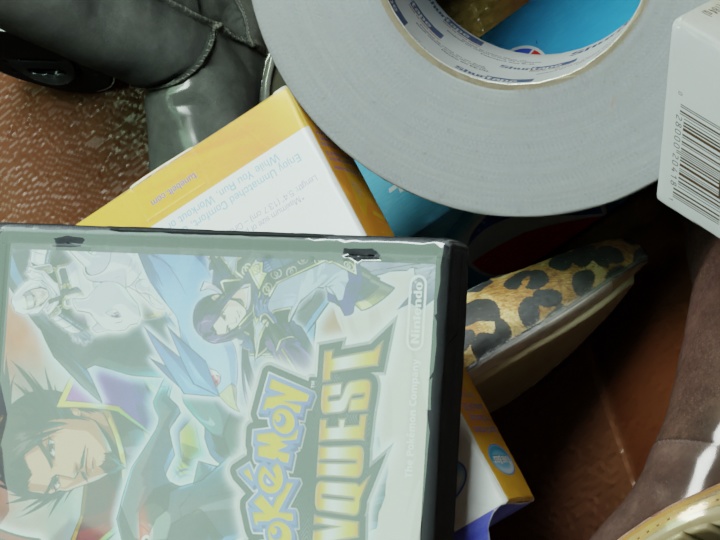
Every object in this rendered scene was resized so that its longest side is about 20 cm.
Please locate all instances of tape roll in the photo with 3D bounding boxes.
[{"bbox_3d":[0.061,-0.124,0.954,0.200,0.066,0.201,3,104,11],"label":"tape roll"}]

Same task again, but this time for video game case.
[{"bbox_3d":[-0.055,0.086,0.938,0.180,0.025,0.201,2,87,22],"label":"video game case"}]

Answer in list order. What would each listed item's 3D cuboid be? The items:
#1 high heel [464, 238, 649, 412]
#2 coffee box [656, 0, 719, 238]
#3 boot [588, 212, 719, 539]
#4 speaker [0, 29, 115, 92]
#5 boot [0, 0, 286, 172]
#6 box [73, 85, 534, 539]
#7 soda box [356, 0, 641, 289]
[{"bbox_3d":[0.000,0.000,1.027,0.200,0.071,0.143,-30,71,2],"label":"high heel"},{"bbox_3d":[0.209,-0.029,0.853,0.200,0.114,0.080,35,139,36],"label":"coffee box"},{"bbox_3d":[0.142,0.034,0.967,0.200,0.072,0.167,-40,37,23],"label":"boot"},{"bbox_3d":[-0.136,-0.192,1.298,0.081,0.081,0.201,2,72,42],"label":"speaker"},{"bbox_3d":[-0.119,-0.099,1.152,0.072,0.200,0.182,-14,61,37],"label":"boot"},{"bbox_3d":[-0.024,0.047,0.971,0.119,0.041,0.200,-31,78,16],"label":"box"},{"bbox_3d":[0.053,-0.044,1.068,0.200,0.064,0.068,-35,51,25],"label":"soda box"}]
